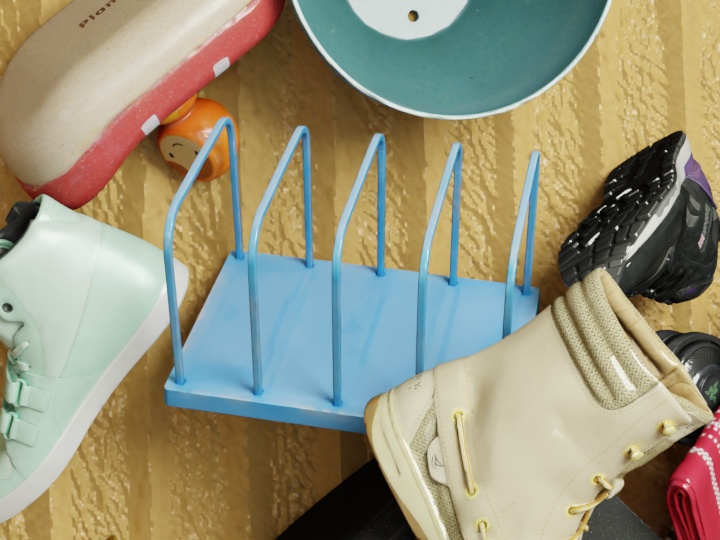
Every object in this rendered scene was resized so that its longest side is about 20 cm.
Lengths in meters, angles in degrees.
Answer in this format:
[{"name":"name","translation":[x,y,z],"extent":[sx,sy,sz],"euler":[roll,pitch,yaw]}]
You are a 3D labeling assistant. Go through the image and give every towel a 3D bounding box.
[{"name":"towel","translation":[0.243,0.111,0.867],"extent":[0.200,0.022,0.146],"euler":[-48,132,-34]}]

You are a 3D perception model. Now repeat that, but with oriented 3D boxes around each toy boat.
[{"name":"toy boat","translation":[-0.120,-0.106,0.864],"extent":[0.200,0.130,0.131],"euler":[-41,125,-9]}]

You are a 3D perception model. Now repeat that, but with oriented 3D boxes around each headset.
[{"name":"headset","translation":[0.159,0.073,0.863],"extent":[0.122,0.200,0.095],"euler":[16,78,33]}]

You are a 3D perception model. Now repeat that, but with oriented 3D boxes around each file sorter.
[{"name":"file sorter","translation":[0.000,0.000,0.809],"extent":[0.197,0.139,0.124],"euler":[7,127,10]}]

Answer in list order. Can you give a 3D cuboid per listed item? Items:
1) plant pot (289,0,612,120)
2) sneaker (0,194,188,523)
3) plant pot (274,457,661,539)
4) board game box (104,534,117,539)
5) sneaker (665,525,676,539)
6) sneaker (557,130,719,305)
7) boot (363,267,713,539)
[{"name":"plant pot","translation":[0.041,-0.191,0.869],"extent":[0.197,0.135,0.203],"euler":[-1,95,-10]},{"name":"sneaker","translation":[-0.202,0.048,0.830],"extent":[0.118,0.074,0.201],"euler":[33,100,-23]},{"name":"plant pot","translation":[0.063,0.192,0.847],"extent":[0.200,0.199,0.178],"euler":[44,70,-6]},{"name":"board game box","translation":[-0.174,0.288,0.870],"extent":[0.152,0.040,0.202],"euler":[-27,93,-10]},{"name":"sneaker","translation":[0.271,0.243,0.945],"extent":[0.200,0.076,0.116],"euler":[41,91,1]},{"name":"sneaker","translation":[0.187,-0.014,0.877],"extent":[0.075,0.200,0.088],"euler":[-28,100,34]},{"name":"boot","translation":[0.111,0.117,0.707],"extent":[0.155,0.073,0.202],"euler":[-32,81,19]}]
